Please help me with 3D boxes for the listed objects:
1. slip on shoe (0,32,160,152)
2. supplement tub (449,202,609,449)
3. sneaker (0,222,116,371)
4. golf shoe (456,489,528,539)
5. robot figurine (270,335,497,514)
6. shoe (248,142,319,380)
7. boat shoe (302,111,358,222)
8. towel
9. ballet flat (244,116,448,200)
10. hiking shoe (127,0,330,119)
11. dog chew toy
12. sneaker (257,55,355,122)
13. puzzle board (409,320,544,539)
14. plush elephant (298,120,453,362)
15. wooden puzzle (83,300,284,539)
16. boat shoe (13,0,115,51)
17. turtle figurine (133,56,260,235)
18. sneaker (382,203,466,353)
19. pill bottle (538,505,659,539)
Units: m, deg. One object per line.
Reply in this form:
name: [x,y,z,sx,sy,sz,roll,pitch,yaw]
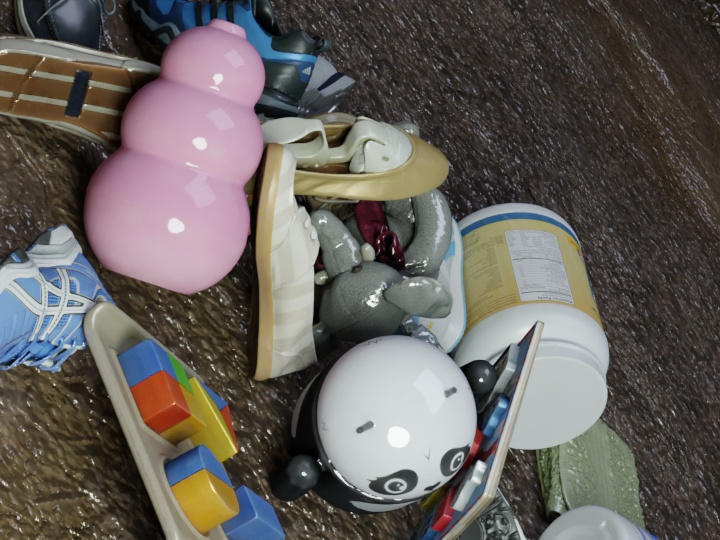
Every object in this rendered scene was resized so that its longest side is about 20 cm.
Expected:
slip on shoe: [-0.207,-0.135,1.562,0.199,0.076,0.061,10,21,-29]
supplement tub: [0.149,0.051,1.905,0.145,0.145,0.200,36,30,-35]
sneaker: [-0.215,0.030,1.348,0.077,0.076,0.200,48,25,-3]
golf shoe: [0.120,0.251,1.680,0.201,0.078,0.094,68,22,4]
robot figurine: [0.016,0.119,1.535,0.124,0.200,0.151,24,74,-6]
shoe: [-0.056,-0.007,1.569,0.053,0.201,0.070,0,31,-7]
boat shoe: [-0.016,-0.076,1.800,0.200,0.071,0.065,60,16,-66]
towel: [0.222,0.201,1.974,0.148,0.036,0.200,42,26,-27]
ballet flat: [-0.020,-0.091,1.616,0.199,0.063,0.069,-4,52,-16]
hiking shoe: [-0.113,-0.206,1.779,0.200,0.087,0.074,35,9,24]
dog chew toy: [-0.127,-0.087,1.519,0.124,0.201,0.125,18,-1,0]
sneaker: [-0.076,-0.165,1.888,0.080,0.076,0.200,44,19,5]
puzzle board: [0.082,0.140,1.566,0.017,0.200,0.151,22,60,-6]
plush elephant: [0.000,0.000,1.671,0.201,0.164,0.155,64,14,1]
wooden puzzle: [-0.108,0.130,1.387,0.200,0.046,0.185,69,9,28]
boat shoe: [-0.237,-0.219,1.660,0.075,0.062,0.200,30,34,-45]
turtle figurine: [-0.140,-0.100,1.676,0.161,0.064,0.200,40,35,-11]
sneaker: [0.044,-0.011,1.882,0.081,0.076,0.200,36,28,-33]
pill bottle: [0.246,0.291,1.801,0.200,0.112,0.112,33,31,-37]
